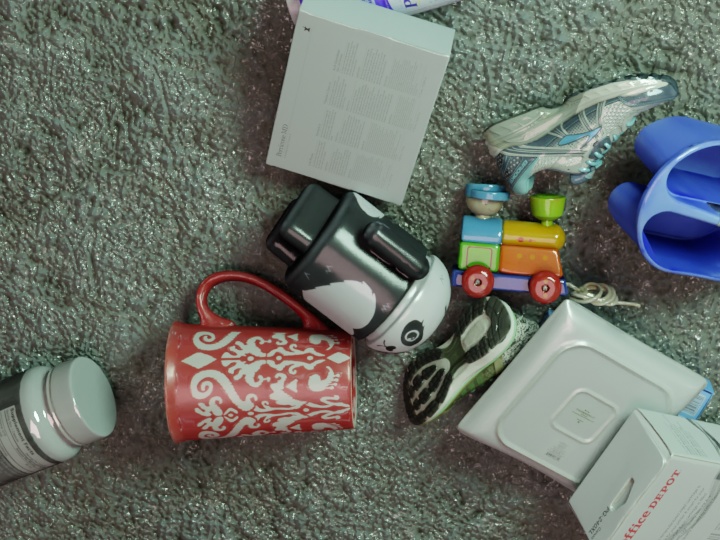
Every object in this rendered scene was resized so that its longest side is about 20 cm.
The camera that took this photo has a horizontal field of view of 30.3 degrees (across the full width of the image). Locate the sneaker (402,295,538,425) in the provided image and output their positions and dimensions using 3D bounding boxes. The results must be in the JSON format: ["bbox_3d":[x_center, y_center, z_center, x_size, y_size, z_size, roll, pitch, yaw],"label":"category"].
[{"bbox_3d":[0.124,0.110,1.454,0.088,0.077,0.200,14,136,-35],"label":"sneaker"}]

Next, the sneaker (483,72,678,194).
[{"bbox_3d":[0.227,-0.136,1.327,0.199,0.078,0.087,-19,92,24],"label":"sneaker"}]

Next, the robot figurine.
[{"bbox_3d":[0.000,0.001,1.390,0.199,0.150,0.125,37,99,-9],"label":"robot figurine"}]

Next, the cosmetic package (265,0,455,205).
[{"bbox_3d":[-0.004,-0.171,1.324,0.150,0.052,0.201,16,135,-2],"label":"cosmetic package"}]

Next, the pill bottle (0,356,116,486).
[{"bbox_3d":[-0.387,0.176,1.515,0.199,0.114,0.114,-22,109,15],"label":"pill bottle"}]

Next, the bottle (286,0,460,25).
[{"bbox_3d":[0.025,-0.287,1.299,0.198,0.065,0.084,-14,109,12],"label":"bottle"}]

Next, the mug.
[{"bbox_3d":[-0.106,0.101,1.445,0.198,0.134,0.179,-1,115,3],"label":"mug"}]

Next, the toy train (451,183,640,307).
[{"bbox_3d":[0.197,-0.028,1.387,0.198,0.085,0.117,5,99,3],"label":"toy train"}]

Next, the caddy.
[{"bbox_3d":[0.343,-0.065,1.300,0.199,0.105,0.142,8,115,-28],"label":"caddy"}]

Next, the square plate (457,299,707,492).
[{"bbox_3d":[0.238,0.150,1.418,0.199,0.029,0.199,29,115,-18],"label":"square plate"}]

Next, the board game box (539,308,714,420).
[{"bbox_3d":[0.264,0.149,1.470,0.199,0.037,0.152,24,114,-5],"label":"board game box"}]

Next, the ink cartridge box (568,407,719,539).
[{"bbox_3d":[0.346,0.238,1.428,0.199,0.084,0.146,14,119,-30],"label":"ink cartridge box"}]
